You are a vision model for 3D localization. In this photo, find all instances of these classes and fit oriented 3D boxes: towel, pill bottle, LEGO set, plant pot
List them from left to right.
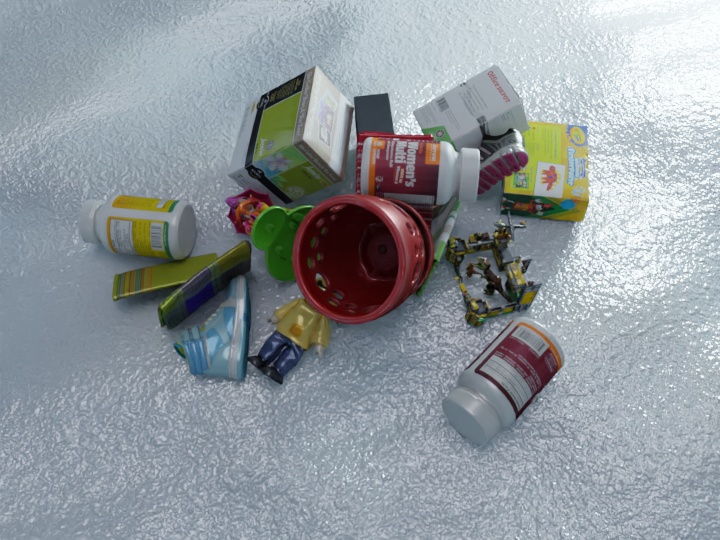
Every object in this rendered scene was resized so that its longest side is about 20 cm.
[{"bbox_3d":[-0.427,-0.085,1.381,0.198,0.113,0.114,5,56,5],"label":"pill bottle"},{"bbox_3d":[-0.363,0.013,1.352,0.198,0.018,0.086,-13,33,-7],"label":"towel"},{"bbox_3d":[-0.273,0.027,1.285,0.200,0.144,0.023,-39,81,-22],"label":"towel"},{"bbox_3d":[0.014,-0.023,1.181,0.199,0.182,0.203,2,96,24],"label":"plant pot"},{"bbox_3d":[0.062,-0.154,1.324,0.143,0.022,0.202,2,89,-1],"label":"towel"},{"bbox_3d":[0.103,-0.171,1.252,0.198,0.110,0.110,4,56,5],"label":"pill bottle"},{"bbox_3d":[0.145,-0.066,1.327,0.030,0.150,0.201,23,59,3],"label":"towel"},{"bbox_3d":[0.237,-0.009,1.293,0.152,0.116,0.202,-3,60,-5],"label":"LEGO set"},{"bbox_3d":[0.232,0.181,1.178,0.114,0.115,0.200,38,65,24],"label":"pill bottle"}]

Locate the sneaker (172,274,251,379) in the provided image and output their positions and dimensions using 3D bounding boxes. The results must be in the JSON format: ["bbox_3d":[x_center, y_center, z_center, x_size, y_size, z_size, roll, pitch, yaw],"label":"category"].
[{"bbox_3d":[-0.261,0.095,1.274,0.129,0.080,0.201,-1,55,0],"label":"sneaker"}]

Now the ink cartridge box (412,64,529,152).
[{"bbox_3d":[0.226,-0.309,1.478,0.199,0.084,0.147,-27,48,10],"label":"ink cartridge box"}]

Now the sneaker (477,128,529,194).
[{"bbox_3d":[0.248,-0.216,1.421,0.073,0.199,0.088,31,54,-29],"label":"sneaker"}]

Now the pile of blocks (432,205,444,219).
[{"bbox_3d":[0.115,-0.191,1.465,0.081,0.062,0.201,-10,56,-5],"label":"pile of blocks"}]

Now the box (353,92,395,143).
[{"bbox_3d":[0.034,-0.233,1.449,0.078,0.142,0.201,-4,55,-2],"label":"box"}]

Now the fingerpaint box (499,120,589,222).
[{"bbox_3d":[0.372,-0.203,1.457,0.165,0.074,0.201,6,57,7],"label":"fingerpaint box"}]

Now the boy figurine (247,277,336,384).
[{"bbox_3d":[-0.101,0.100,1.245,0.124,0.064,0.200,37,84,23],"label":"boy figurine"}]

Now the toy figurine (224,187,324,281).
[{"bbox_3d":[-0.189,-0.092,1.353,0.183,0.200,0.151,30,92,35],"label":"toy figurine"}]

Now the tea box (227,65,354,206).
[{"bbox_3d":[-0.133,-0.258,1.428,0.196,0.133,0.201,-18,49,33],"label":"tea box"}]

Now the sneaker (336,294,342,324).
[{"bbox_3d":[0.000,0.000,1.334,0.111,0.071,0.202,-7,63,2],"label":"sneaker"}]
